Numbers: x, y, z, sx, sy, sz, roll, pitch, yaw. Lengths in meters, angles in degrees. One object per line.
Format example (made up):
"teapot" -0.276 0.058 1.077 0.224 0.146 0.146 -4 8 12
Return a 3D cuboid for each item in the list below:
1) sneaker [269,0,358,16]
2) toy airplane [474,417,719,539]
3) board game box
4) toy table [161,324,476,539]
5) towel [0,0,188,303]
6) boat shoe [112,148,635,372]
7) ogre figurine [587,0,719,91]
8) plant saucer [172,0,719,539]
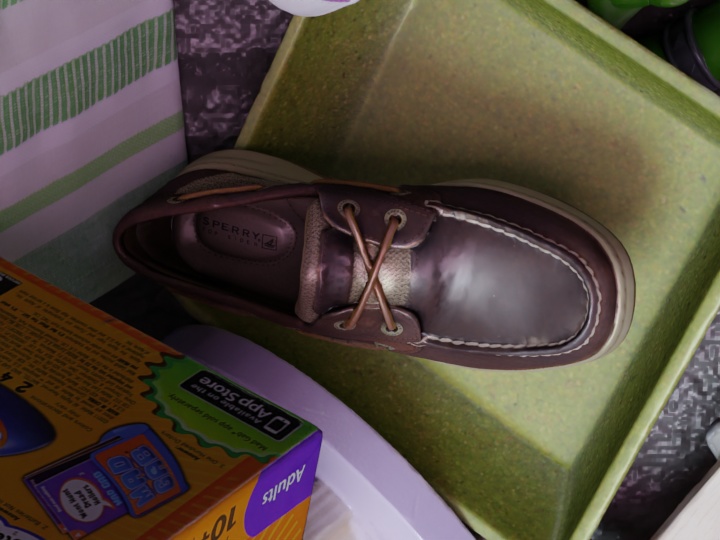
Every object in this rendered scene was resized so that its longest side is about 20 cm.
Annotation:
"sneaker" -0.026 -0.133 0.940 0.073 0.114 0.201 49 151 9
"toy airplane" 0.130 0.150 1.137 0.200 0.141 0.200 -9 95 34
"board game box" -0.162 0.128 0.922 0.200 0.200 0.200 27 124 23
"toy table" -0.041 0.126 1.080 0.200 0.117 0.184 38 148 19
"towel" -0.107 -0.080 1.016 0.023 0.153 0.200 11 117 28
"boat shoe" 0.000 0.000 1.015 0.200 0.072 0.072 15 110 28
"ogre figurine" 0.138 -0.138 1.010 0.120 0.098 0.200 -2 111 9
"plant saucer" 0.049 -0.019 1.053 0.200 0.048 0.200 36 118 19
